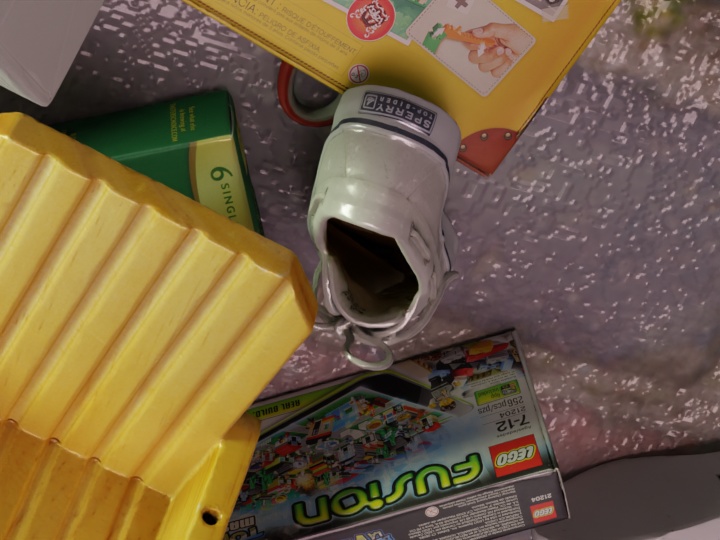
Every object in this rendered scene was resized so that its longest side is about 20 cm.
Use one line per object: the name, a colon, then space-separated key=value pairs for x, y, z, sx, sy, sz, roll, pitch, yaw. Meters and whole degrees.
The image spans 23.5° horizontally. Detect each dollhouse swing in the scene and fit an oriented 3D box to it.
dollhouse swing: x=-0.138 y=0.071 z=0.710 sx=0.199 sy=0.183 sz=0.176 roll=28 pitch=150 yaw=-14

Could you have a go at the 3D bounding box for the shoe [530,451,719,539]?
shoe: x=0.193 y=0.149 z=0.942 sx=0.199 sy=0.072 sz=0.092 roll=-13 pitch=120 yaw=-5

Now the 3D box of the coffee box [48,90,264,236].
coffee box: x=-0.143 y=-0.005 z=0.803 sx=0.198 sy=0.044 sz=0.124 roll=-10 pitch=125 yaw=-1

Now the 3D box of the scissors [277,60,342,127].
scissors: x=-0.016 y=-0.147 z=0.746 sx=0.073 sy=0.014 sz=0.201 roll=-13 pitch=123 yaw=0

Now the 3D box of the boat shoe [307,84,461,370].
boat shoe: x=0.005 y=0.001 z=0.751 sx=0.074 sy=0.087 sz=0.202 roll=19 pitch=161 yaw=2

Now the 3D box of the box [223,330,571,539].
box: x=-0.005 y=0.100 z=0.857 sx=0.199 sy=0.110 sz=0.035 roll=-16 pitch=125 yaw=2

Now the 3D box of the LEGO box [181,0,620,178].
LEGO box: x=0.011 y=-0.153 z=0.694 sx=0.199 sy=0.077 sz=0.149 roll=28 pitch=110 yaw=-26

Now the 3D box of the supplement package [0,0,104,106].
supplement package: x=-0.151 y=-0.190 z=0.529 sx=0.199 sy=0.147 sz=0.192 roll=26 pitch=84 yaw=3
